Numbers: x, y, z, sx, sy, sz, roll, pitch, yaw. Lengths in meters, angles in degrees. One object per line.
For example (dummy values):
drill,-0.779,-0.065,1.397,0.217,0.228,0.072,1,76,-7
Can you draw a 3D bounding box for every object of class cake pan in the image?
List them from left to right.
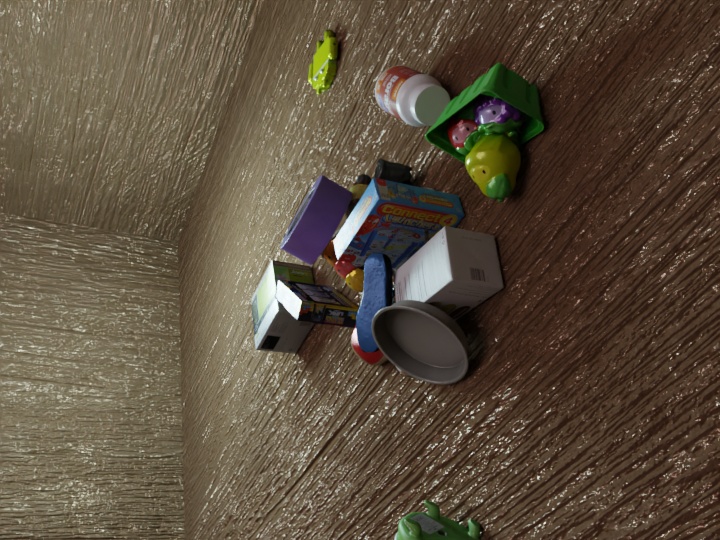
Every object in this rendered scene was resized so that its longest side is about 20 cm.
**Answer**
cake pan,0.116,0.132,1.284,0.037,0.200,0.200,-52,5,-38

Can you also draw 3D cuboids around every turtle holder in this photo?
turtle holder,0.145,0.493,1.161,0.141,0.185,0.132,-40,-36,-80

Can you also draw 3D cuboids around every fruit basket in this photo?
fruit basket,0.222,-0.232,1.223,0.216,0.155,0.216,-52,22,31

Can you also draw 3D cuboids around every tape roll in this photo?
tape roll,-0.105,-0.119,1.617,0.200,0.085,0.200,-56,11,17

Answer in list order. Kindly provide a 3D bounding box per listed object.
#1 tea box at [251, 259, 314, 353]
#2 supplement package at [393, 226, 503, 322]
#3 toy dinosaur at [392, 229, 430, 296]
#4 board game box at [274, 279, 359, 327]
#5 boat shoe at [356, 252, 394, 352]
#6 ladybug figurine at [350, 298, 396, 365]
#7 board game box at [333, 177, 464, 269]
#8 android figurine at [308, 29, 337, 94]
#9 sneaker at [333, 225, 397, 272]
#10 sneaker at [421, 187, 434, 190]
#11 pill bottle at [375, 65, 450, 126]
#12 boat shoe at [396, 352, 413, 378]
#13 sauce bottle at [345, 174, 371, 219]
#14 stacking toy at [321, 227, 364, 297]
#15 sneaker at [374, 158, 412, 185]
tea box,-0.229,0.110,2.042,0.200,0.133,0.197,-56,36,41
supplement package,0.159,0.019,1.287,0.200,0.114,0.110,134,138,-53
toy dinosaur,0.115,0.001,1.411,0.200,0.088,0.047,-57,49,29
board game box,-0.114,0.085,1.772,0.200,0.165,0.057,34,111,62
boat shoe,0.044,0.066,1.379,0.084,0.069,0.200,14,97,27
ladybug figurine,0.036,0.137,1.551,0.200,0.072,0.136,-54,36,44
board game box,0.076,-0.086,1.395,0.196,0.200,0.056,-55,37,44
android figurine,-0.116,-0.656,2.171,0.182,0.041,0.200,-28,55,59
sneaker,0.027,-0.026,1.550,0.200,0.081,0.075,32,98,32
sneaker,0.098,-0.115,1.523,0.200,0.075,0.105,-13,108,40
pill bottle,0.116,-0.382,1.509,0.200,0.112,0.112,49,125,59
boat shoe,0.070,0.127,1.428,0.075,0.068,0.200,-34,62,5
sauce bottle,0.001,-0.183,1.684,0.200,0.066,0.066,-80,14,-57
stacking toy,0.000,0.000,1.642,0.146,0.146,0.200,-52,53,45
sneaker,0.072,-0.187,1.584,0.200,0.091,0.076,105,170,-73
